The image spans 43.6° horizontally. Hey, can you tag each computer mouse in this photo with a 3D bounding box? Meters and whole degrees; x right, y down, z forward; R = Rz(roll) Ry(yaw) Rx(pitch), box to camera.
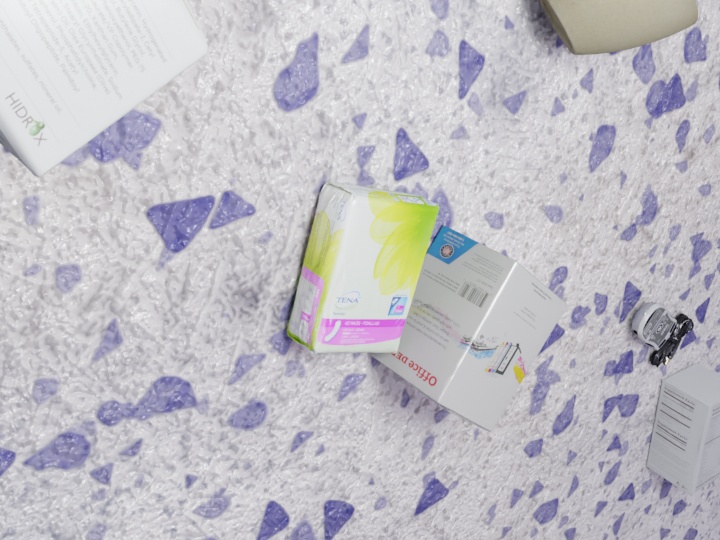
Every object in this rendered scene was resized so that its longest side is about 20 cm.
[{"bbox_3d":[0.522,0.099,1.588,0.111,0.044,0.199,-55,139,2],"label":"computer mouse"}]

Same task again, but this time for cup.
[{"bbox_3d":[0.298,-0.350,1.107,0.142,0.202,0.201,-31,133,11],"label":"cup"}]

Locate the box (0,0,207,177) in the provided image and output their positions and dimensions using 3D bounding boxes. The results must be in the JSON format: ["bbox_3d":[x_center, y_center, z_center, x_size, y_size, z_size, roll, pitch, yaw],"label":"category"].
[{"bbox_3d":[-0.260,-0.219,0.682,0.171,0.198,0.202,-40,130,-17],"label":"box"}]

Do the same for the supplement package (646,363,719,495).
[{"bbox_3d":[0.641,0.303,1.734,0.112,0.109,0.204,-16,120,-33],"label":"supplement package"}]

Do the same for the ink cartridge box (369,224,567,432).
[{"bbox_3d":[0.141,0.078,1.190,0.144,0.146,0.202,32,90,-43],"label":"ink cartridge box"}]

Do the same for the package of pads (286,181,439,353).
[{"bbox_3d":[0.000,0.000,1.091,0.152,0.068,0.204,4,107,-42],"label":"package of pads"}]
